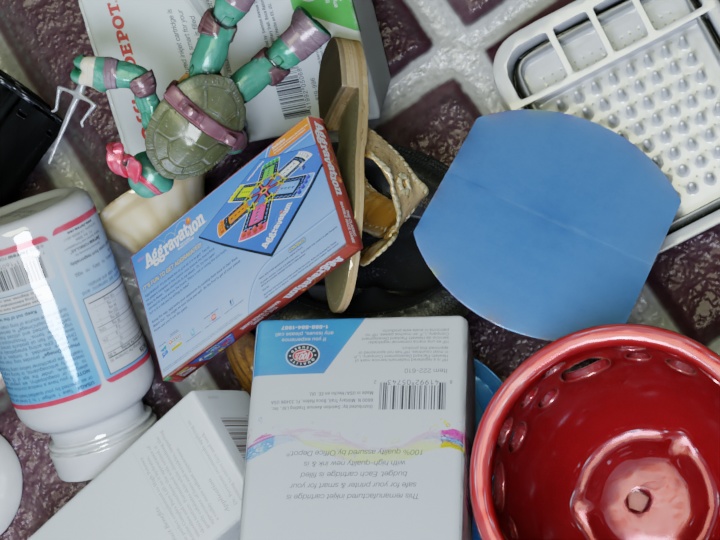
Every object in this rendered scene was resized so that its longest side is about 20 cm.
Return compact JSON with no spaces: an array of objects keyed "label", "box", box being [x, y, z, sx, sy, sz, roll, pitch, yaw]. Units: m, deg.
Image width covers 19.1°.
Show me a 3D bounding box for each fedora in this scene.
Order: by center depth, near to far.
[{"label":"fedora","box":[0.000,0.000,1.549,0.200,0.092,0.201,-4,54,5]}]

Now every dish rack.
[{"label":"dish rack","box":[0.208,-0.111,1.561,0.171,0.044,0.200,-27,72,6]}]

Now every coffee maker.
[{"label":"coffee maker","box":[-0.320,-0.063,1.652,0.192,0.135,0.200,33,88,-1]}]

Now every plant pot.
[{"label":"plant pot","box":[0.186,0.149,1.432,0.200,0.182,0.201,-3,76,14]}]

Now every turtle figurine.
[{"label":"turtle figurine","box":[-0.118,-0.119,1.514,0.200,0.150,0.101,-48,45,8]}]

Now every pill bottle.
[{"label":"pill bottle","box":[-0.217,0.048,1.566,0.109,0.109,0.200,-16,103,10]}]

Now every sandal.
[{"label":"sandal","box":[0.015,-0.068,1.494,0.070,0.078,0.212,6,61,-17]}]

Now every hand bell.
[{"label":"hand bell","box":[-0.108,0.025,1.602,0.104,0.104,0.200,-33,85,5]}]

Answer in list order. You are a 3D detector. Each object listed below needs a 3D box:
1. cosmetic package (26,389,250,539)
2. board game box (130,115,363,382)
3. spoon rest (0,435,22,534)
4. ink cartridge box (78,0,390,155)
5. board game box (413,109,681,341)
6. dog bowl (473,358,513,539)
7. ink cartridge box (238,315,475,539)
[{"label":"cosmetic package","box":[-0.144,0.184,1.535,0.200,0.074,0.102,-41,65,23]},{"label":"board game box","box":[-0.083,-0.012,1.487,0.200,0.019,0.103,-35,61,35]},{"label":"spoon rest","box":[-0.358,0.160,1.643,0.200,0.061,0.100,7,80,2]},{"label":"ink cartridge box","box":[-0.092,-0.175,1.597,0.200,0.083,0.147,-9,114,12]},{"label":"board game box","box":[0.128,-0.025,1.498,0.158,0.039,0.200,24,54,7]},{"label":"dog bowl","box":[0.042,0.150,1.499,0.111,0.050,0.200,19,56,-6]},{"label":"ink cartridge box","box":[0.001,0.137,1.408,0.144,0.085,0.200,-1,57,8]}]
